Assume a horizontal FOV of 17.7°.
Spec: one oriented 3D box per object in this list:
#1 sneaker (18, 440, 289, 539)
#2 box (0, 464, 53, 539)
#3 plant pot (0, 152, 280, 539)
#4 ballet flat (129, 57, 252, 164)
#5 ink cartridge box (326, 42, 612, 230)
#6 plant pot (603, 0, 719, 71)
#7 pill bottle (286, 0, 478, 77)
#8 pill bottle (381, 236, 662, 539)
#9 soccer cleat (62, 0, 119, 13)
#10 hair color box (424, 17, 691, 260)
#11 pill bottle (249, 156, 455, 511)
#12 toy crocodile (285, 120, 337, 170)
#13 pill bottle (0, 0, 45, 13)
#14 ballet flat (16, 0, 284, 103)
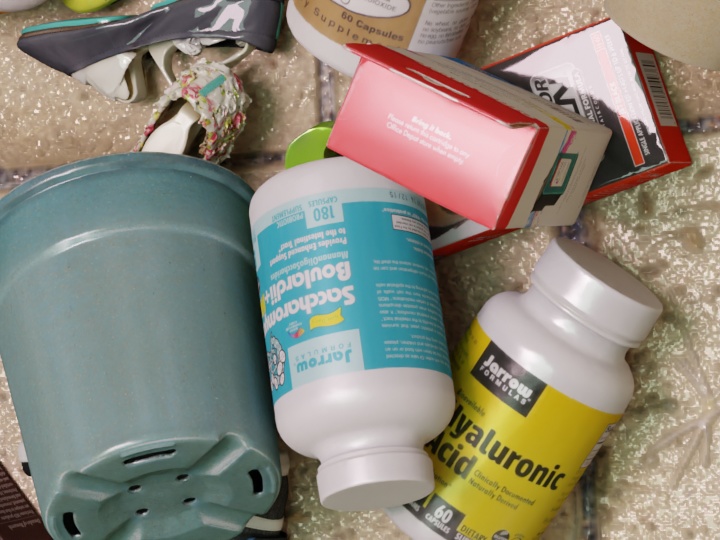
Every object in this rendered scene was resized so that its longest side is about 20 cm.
[{"bbox_3d":[-0.146,0.172,1.571,0.199,0.073,0.113,2,91,21],"label":"sneaker"},{"bbox_3d":[-0.304,0.168,1.639,0.100,0.075,0.200,-42,74,18],"label":"box"},{"bbox_3d":[-0.140,0.064,1.460,0.200,0.200,0.197,-28,54,21],"label":"plant pot"},{"bbox_3d":[-0.141,-0.055,1.546,0.075,0.064,0.200,34,117,11],"label":"ballet flat"},{"bbox_3d":[0.060,-0.077,1.344,0.116,0.200,0.068,27,101,19],"label":"ink cartridge box"},{"bbox_3d":[0.226,-0.226,1.364,0.187,0.187,0.201,32,117,19],"label":"plant pot"},{"bbox_3d":[0.035,-0.224,1.435,0.114,0.114,0.201,33,122,19],"label":"pill bottle"},{"bbox_3d":[0.102,0.083,1.446,0.111,0.111,0.200,36,104,18],"label":"pill bottle"},{"bbox_3d":[-0.146,-0.258,1.553,0.200,0.084,0.065,-46,69,16],"label":"soccer cleat"},{"bbox_3d":[0.098,-0.080,1.470,0.199,0.061,0.102,-21,84,22],"label":"hair color box"},{"bbox_3d":[-0.003,0.040,1.400,0.110,0.111,0.201,-17,69,22],"label":"pill bottle"},{"bbox_3d":[0.000,0.000,1.509,0.062,0.067,0.201,-25,82,21],"label":"toy crocodile"},{"bbox_3d":[-0.299,-0.227,1.584,0.199,0.116,0.117,-1,91,42],"label":"pill bottle"},{"bbox_3d":[-0.142,-0.151,1.567,0.199,0.073,0.073,-11,87,20],"label":"ballet flat"}]
